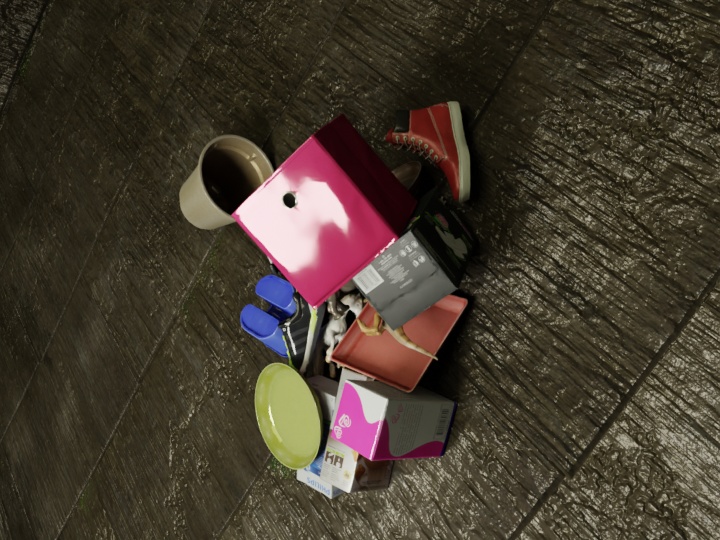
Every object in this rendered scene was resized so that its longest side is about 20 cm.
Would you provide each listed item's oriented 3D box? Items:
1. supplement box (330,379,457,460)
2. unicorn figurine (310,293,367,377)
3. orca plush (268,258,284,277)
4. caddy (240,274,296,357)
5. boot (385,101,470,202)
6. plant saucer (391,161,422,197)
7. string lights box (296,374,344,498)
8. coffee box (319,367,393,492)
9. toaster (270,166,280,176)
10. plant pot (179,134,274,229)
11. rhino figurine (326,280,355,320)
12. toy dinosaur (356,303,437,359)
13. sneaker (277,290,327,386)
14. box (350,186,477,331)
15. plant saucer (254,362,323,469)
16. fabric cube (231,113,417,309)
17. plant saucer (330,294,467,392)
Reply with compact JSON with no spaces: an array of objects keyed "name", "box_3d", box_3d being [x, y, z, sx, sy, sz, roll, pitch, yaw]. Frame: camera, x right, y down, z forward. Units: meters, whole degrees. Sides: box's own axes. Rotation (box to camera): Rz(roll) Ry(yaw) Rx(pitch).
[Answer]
[{"name":"supplement box","box_3d":[0.059,0.250,1.193,0.102,0.198,0.103,17,92,41]},{"name":"unicorn figurine","box_3d":[-0.049,0.129,1.391,0.199,0.073,0.140,-29,48,41]},{"name":"orca plush","box_3d":[-0.166,-0.067,1.489,0.070,0.203,0.106,-15,31,8]},{"name":"caddy","box_3d":[-0.160,0.097,1.480,0.199,0.104,0.143,21,80,54]},{"name":"boot","box_3d":[0.121,-0.207,1.274,0.141,0.073,0.204,-8,65,-2]},{"name":"plant saucer","box_3d":[0.044,-0.127,1.335,0.199,0.032,0.201,-37,18,14]},{"name":"string lights box","box_3d":[-0.068,0.315,1.349,0.102,0.058,0.204,14,107,42]},{"name":"coffee box","box_3d":[0.009,0.288,1.287,0.079,0.113,0.204,10,88,41]},{"name":"toaster","box_3d":[-0.100,-0.164,1.441,0.198,0.114,0.130,-35,44,4]},{"name":"plant pot","box_3d":[-0.324,-0.185,1.643,0.182,0.198,0.205,-20,68,48]},{"name":"rhino figurine","box_3d":[0.000,0.000,1.342,0.199,0.060,0.088,-39,93,-15]},{"name":"toy dinosaur","box_3d":[0.053,0.088,1.237,0.105,0.061,0.202,-25,41,7]},{"name":"sneaker","box_3d":[-0.124,0.126,1.372,0.072,0.081,0.204,-103,29,-81]},{"name":"box","box_3d":[0.094,-0.024,1.203,0.148,0.200,0.125,-35,100,31]},{"name":"plant saucer","box_3d":[-0.131,0.272,1.342,0.198,0.031,0.204,12,106,46]},{"name":"fabric cube","box_3d":[-0.052,-0.099,1.149,0.195,0.200,0.200,-38,98,23]},{"name":"plant saucer","box_3d":[0.072,0.116,1.269,0.197,0.037,0.201,15,61,41]}]
